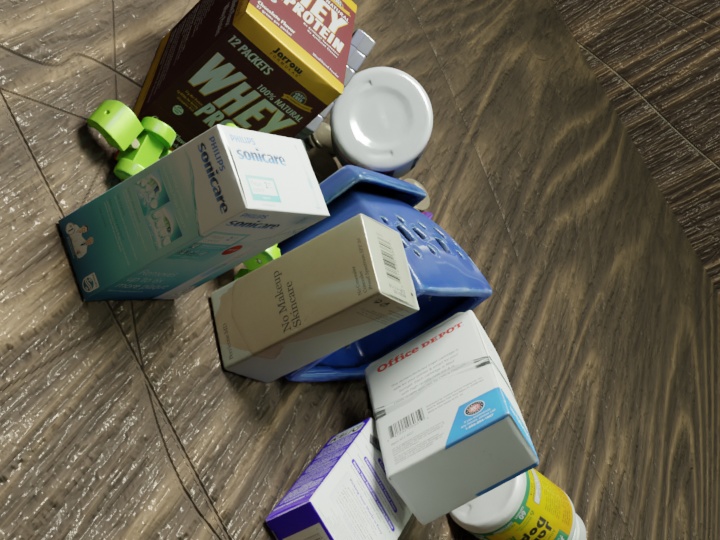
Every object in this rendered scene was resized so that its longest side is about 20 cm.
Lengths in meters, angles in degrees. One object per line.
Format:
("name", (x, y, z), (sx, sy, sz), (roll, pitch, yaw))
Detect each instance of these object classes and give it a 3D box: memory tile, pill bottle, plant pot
("memory tile", (0.007, -0.096, 1.639), (0.199, 0.017, 0.154), (30, 43, -25))
("pill bottle", (0.204, 0.310, 1.628), (0.200, 0.112, 0.113), (40, 33, -42))
("plant pot", (0.000, 0.000, 1.448), (0.200, 0.199, 0.181), (7, 52, -61))
("pill bottle", (0.022, -0.167, 1.540), (0.120, 0.119, 0.200), (64, -2, 2))

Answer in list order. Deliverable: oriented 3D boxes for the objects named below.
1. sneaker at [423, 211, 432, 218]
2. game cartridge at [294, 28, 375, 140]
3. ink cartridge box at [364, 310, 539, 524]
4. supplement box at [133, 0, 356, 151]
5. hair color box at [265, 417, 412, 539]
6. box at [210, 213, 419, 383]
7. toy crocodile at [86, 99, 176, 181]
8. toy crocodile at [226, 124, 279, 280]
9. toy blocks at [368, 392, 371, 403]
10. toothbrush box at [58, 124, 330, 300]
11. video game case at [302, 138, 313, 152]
("sneaker", (0.049, -0.072, 1.729), (0.200, 0.083, 0.081), (46, 23, -33))
("game cartridge", (-0.050, -0.205, 1.476), (0.038, 0.130, 0.200), (39, -8, -10))
("ink cartridge box", (0.094, 0.155, 1.389), (0.085, 0.145, 0.200), (55, 12, -28))
("supplement box", (-0.124, -0.223, 1.387), (0.133, 0.200, 0.198), (38, 33, -23))
("hair color box", (-0.014, 0.248, 1.326), (0.110, 0.065, 0.200), (60, 26, -6))
("box", (-0.049, 0.032, 1.305), (0.078, 0.199, 0.096), (24, 44, -53))
("toy crocodile", (-0.201, -0.100, 1.315), (0.200, 0.061, 0.068), (41, 68, -43))
("toy crocodile", (-0.119, -0.061, 1.327), (0.068, 0.061, 0.201), (-73, 157, -43))
("toy blocks", (0.083, 0.173, 1.566), (0.137, 0.099, 0.201), (46, 32, -54))
("toothbrush box", (-0.153, -0.049, 1.186), (0.146, 0.199, 0.086), (2, 63, -63))
("video game case", (-0.089, -0.143, 1.610), (0.200, 0.022, 0.184), (16, 52, -58))
